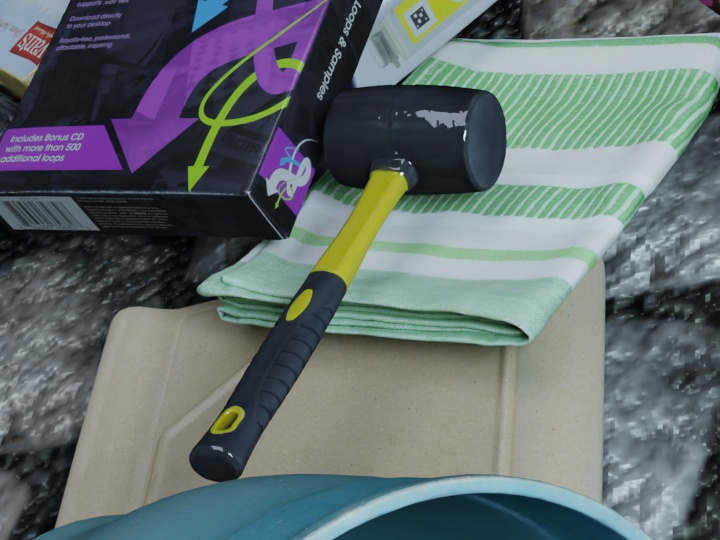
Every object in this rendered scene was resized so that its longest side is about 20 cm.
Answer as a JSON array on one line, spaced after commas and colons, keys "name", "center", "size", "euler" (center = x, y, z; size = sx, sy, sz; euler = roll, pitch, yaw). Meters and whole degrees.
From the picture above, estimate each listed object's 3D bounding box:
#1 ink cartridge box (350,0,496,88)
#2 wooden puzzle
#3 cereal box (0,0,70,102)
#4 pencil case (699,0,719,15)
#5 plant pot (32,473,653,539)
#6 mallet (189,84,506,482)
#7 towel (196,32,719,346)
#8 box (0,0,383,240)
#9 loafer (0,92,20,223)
[{"name": "ink cartridge box", "center": [-0.010, -0.132, 0.967], "size": [0.200, 0.047, 0.197], "euler": [-38, 27, -15]}, {"name": "wooden puzzle", "center": [-0.009, 0.066, 0.773], "size": [0.198, 0.037, 0.186], "euler": [-10, 40, 16]}, {"name": "cereal box", "center": [-0.102, -0.158, 1.028], "size": [0.200, 0.040, 0.144], "euler": [-46, 27, -7]}, {"name": "pencil case", "center": [0.188, -0.101, 0.790], "size": [0.090, 0.094, 0.200], "euler": [-33, 38, -5]}, {"name": "plant pot", "center": [-0.028, 0.146, 0.574], "size": [0.200, 0.201, 0.187], "euler": [-47, 26, -24]}, {"name": "mallet", "center": [0.000, 0.000, 0.744], "size": [0.065, 0.041, 0.201], "euler": [-3, 38, 22]}, {"name": "towel", "center": [0.047, -0.038, 0.831], "size": [0.152, 0.024, 0.200], "euler": [4, 35, 36]}, {"name": "box", "center": [-0.061, -0.105, 0.881], "size": [0.142, 0.036, 0.201], "euler": [1, 56, 33]}, {"name": "loafer", "center": [-0.228, -0.065, 1.033], "size": [0.200, 0.068, 0.070], "euler": [22, 50, 42]}]
